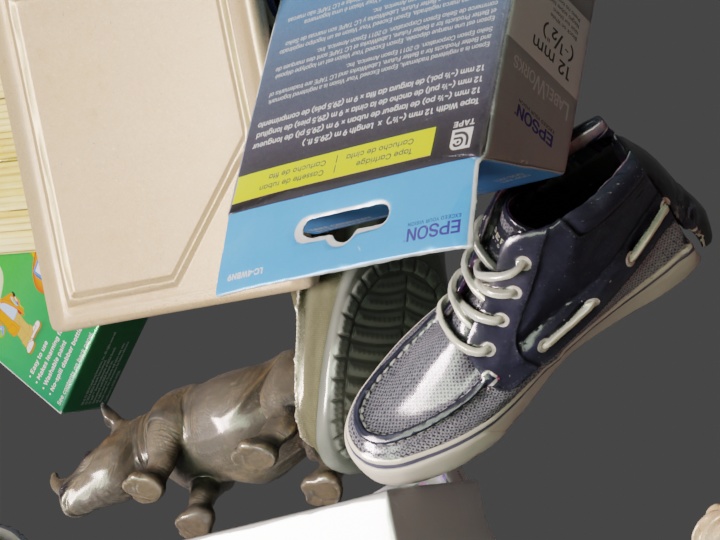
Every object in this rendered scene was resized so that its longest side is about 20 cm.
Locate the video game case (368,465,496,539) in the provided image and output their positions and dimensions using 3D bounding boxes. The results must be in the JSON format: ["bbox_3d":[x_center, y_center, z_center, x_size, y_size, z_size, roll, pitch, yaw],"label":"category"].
[{"bbox_3d":[0.009,0.215,1.475,0.200,0.023,0.183,-33,77,32],"label":"video game case"}]

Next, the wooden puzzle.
[{"bbox_3d":[-0.102,-0.072,1.445,0.199,0.037,0.186,-10,92,43],"label":"wooden puzzle"}]

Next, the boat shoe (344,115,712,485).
[{"bbox_3d":[0.061,0.010,1.336,0.200,0.093,0.075,-40,52,1],"label":"boat shoe"}]

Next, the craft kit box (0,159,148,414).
[{"bbox_3d":[-0.174,-0.061,1.563,0.197,0.048,0.201,38,113,28],"label":"craft kit box"}]

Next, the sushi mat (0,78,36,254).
[{"bbox_3d":[-0.163,-0.058,1.522,0.199,0.012,0.096,-4,92,34],"label":"sushi mat"}]

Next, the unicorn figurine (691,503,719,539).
[{"bbox_3d":[0.191,0.191,1.320,0.137,0.074,0.201,-21,56,30],"label":"unicorn figurine"}]

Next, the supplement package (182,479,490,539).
[{"bbox_3d":[-0.041,0.177,1.407,0.199,0.109,0.114,-16,82,24],"label":"supplement package"}]

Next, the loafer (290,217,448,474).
[{"bbox_3d":[0.000,0.000,1.430,0.069,0.075,0.201,-6,72,51],"label":"loafer"}]

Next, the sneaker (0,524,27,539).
[{"bbox_3d":[-0.205,0.242,1.584,0.070,0.082,0.201,-15,86,31],"label":"sneaker"}]

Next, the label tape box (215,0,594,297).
[{"bbox_3d":[0.023,-0.072,1.324,0.143,0.066,0.201,-12,54,36],"label":"label tape box"}]

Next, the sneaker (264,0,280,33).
[{"bbox_3d":[-0.059,-0.174,1.457,0.088,0.075,0.201,-25,91,37],"label":"sneaker"}]

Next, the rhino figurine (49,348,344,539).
[{"bbox_3d":[-0.082,0.090,1.494,0.199,0.088,0.060,-15,124,35],"label":"rhino figurine"}]
